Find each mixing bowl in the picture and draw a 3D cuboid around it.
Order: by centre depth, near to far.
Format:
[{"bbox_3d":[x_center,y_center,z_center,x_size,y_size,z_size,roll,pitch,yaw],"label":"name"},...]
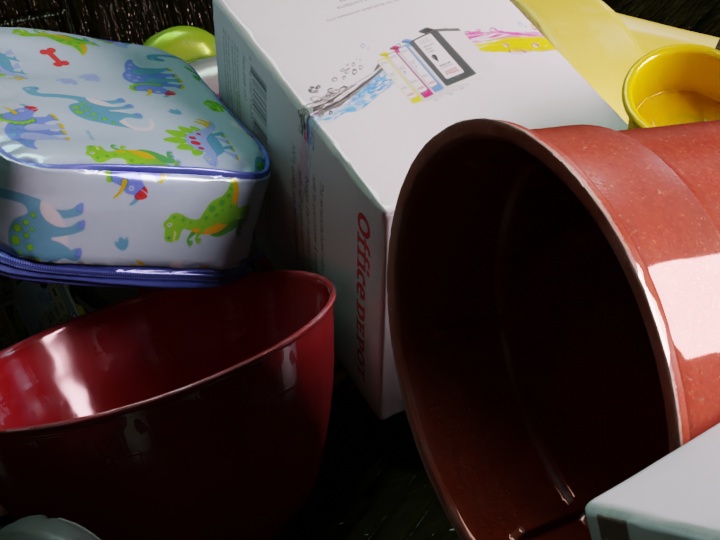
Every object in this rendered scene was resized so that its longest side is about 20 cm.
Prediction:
[{"bbox_3d":[-0.095,0.085,0.845,0.199,0.109,0.200,-14,13,3],"label":"mixing bowl"}]

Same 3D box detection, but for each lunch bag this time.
[{"bbox_3d":[-0.150,-0.063,0.924,0.160,0.083,0.200,2,26,-29],"label":"lunch bag"}]

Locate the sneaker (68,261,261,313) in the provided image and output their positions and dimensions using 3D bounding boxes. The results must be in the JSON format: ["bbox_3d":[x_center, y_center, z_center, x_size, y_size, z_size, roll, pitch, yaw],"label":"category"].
[{"bbox_3d":[-0.081,-0.007,1.064,0.199,0.078,0.086,-2,-4,-31],"label":"sneaker"}]

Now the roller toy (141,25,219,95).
[{"bbox_3d":[-0.087,-0.061,1.238,0.199,0.183,0.140,23,3,-14],"label":"roller toy"}]

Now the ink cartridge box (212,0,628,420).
[{"bbox_3d":[0.028,-0.054,0.920,0.144,0.148,0.200,-19,48,-19],"label":"ink cartridge box"}]

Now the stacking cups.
[{"bbox_3d":[0.148,-0.022,0.850,0.060,0.200,0.061,-1,55,1],"label":"stacking cups"}]

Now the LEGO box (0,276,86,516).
[{"bbox_3d":[-0.233,0.027,1.021,0.077,0.201,0.149,-13,14,24],"label":"LEGO box"}]

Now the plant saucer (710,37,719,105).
[{"bbox_3d":[0.231,-0.035,0.792,0.029,0.201,0.200,-39,22,-20],"label":"plant saucer"}]

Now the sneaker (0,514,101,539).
[{"bbox_3d":[-0.184,0.155,0.745,0.199,0.076,0.079,-18,29,42],"label":"sneaker"}]

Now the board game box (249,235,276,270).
[{"bbox_3d":[0.000,0.000,1.007,0.103,0.020,0.200,-11,40,-42],"label":"board game box"}]

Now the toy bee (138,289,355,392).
[{"bbox_3d":[-0.076,0.046,0.976,0.130,0.109,0.200,-3,19,34],"label":"toy bee"}]

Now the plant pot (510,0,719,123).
[{"bbox_3d":[0.147,-0.077,1.068,0.188,0.202,0.200,-7,8,-30],"label":"plant pot"}]

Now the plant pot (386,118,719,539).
[{"bbox_3d":[0.143,0.022,0.698,0.194,0.202,0.200,-13,12,-26],"label":"plant pot"}]

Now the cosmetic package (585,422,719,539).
[{"bbox_3d":[0.174,0.085,0.574,0.199,0.102,0.074,-27,18,-34],"label":"cosmetic package"}]
